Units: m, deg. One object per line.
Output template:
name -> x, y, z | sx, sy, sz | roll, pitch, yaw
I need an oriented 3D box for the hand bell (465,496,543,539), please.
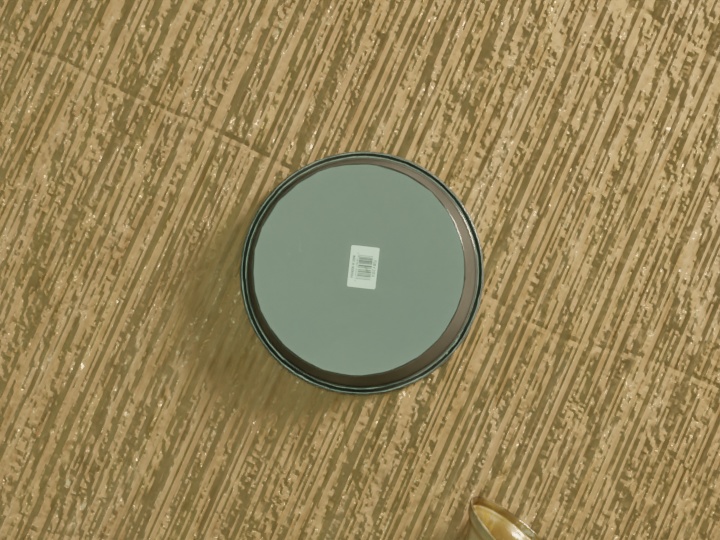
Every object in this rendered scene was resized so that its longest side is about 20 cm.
hand bell -> 0.064, 0.286, 1.356 | 0.104, 0.104, 0.200 | 40, 101, 6

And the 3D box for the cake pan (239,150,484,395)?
cake pan -> 0.000, 0.000, 1.399 | 0.200, 0.037, 0.201 | 0, 84, 3
